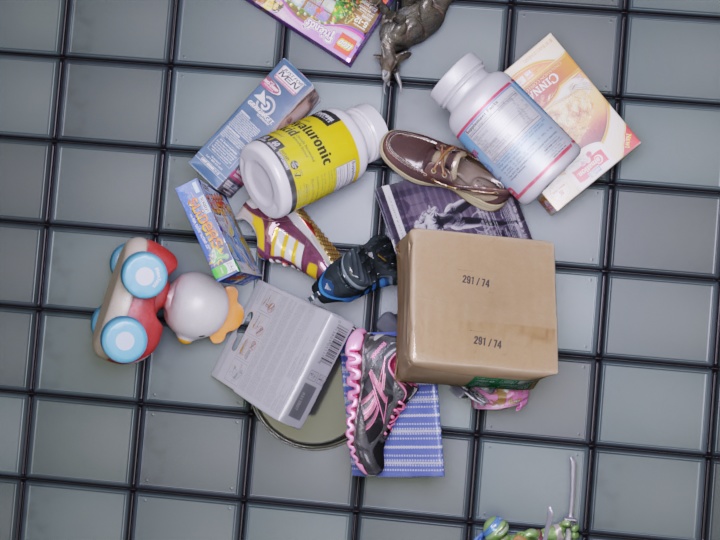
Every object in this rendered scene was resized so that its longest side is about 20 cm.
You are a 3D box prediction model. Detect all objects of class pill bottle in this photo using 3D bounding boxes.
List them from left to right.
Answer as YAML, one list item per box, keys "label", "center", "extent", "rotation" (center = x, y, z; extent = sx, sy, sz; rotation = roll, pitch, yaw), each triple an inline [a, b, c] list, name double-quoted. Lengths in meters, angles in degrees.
- label: "pill bottle"
  center: [-0.060, -0.160, 1.502]
  extent: [0.199, 0.111, 0.112]
  rotation: [-29, 86, -29]
- label: "pill bottle"
  center: [0.191, -0.193, 1.446]
  extent: [0.109, 0.109, 0.200]
  rotation: [-44, 86, 1]

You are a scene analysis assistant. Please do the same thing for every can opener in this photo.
- label: "can opener"
  center: [0.111, 0.114, 1.502]
  extent: [0.200, 0.053, 0.067]
  rotation: [42, 102, 28]

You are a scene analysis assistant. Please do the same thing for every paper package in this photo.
- label: "paper package"
  center: [0.148, 0.053, 1.412]
  extent: [0.198, 0.104, 0.192]
  rotation: [5, 73, -9]

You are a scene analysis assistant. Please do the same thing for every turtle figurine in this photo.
- label: "turtle figurine"
  center: [0.271, 0.400, 1.475]
  extent: [0.200, 0.144, 0.194]
  rotation: [-36, 90, 5]

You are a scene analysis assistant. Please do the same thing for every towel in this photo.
- label: "towel"
  center: [0.044, 0.185, 1.495]
  extent: [0.144, 0.024, 0.202]
  rotation: [-5, 89, 26]

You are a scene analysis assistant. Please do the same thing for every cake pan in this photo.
- label: "cake pan"
  center: [-0.068, 0.161, 1.556]
  extent: [0.199, 0.037, 0.202]
  rotation: [0, 88, 4]

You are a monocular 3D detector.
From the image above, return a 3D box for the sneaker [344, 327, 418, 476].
- label: "sneaker"
  center: [0.031, 0.179, 1.455]
  extent: [0.095, 0.079, 0.202]
  rotation: [-1, 92, 14]

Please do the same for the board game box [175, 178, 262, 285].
- label: "board game box"
  center: [-0.193, -0.049, 1.490]
  extent: [0.034, 0.200, 0.136]
  rotation: [-25, 87, 2]

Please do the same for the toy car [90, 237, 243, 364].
- label: "toy car"
  center: [-0.262, 0.061, 1.522]
  extent: [0.199, 0.184, 0.178]
  rotation: [18, 89, -19]

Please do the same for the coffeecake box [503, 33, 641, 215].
- label: "coffeecake box"
  center: [0.271, -0.205, 1.531]
  extent: [0.153, 0.073, 0.200]
  rotation: [-39, 87, 1]

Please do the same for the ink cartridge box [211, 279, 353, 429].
- label: "ink cartridge box"
  center: [-0.113, 0.113, 1.512]
  extent: [0.057, 0.200, 0.163]
  rotation: [29, 85, -33]

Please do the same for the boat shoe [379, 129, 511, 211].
- label: "boat shoe"
  center: [0.124, -0.148, 1.495]
  extent: [0.199, 0.072, 0.073]
  rotation: [27, 71, -6]

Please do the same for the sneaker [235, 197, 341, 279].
- label: "sneaker"
  center: [-0.096, -0.029, 1.553]
  extent: [0.090, 0.075, 0.200]
  rotation: [-39, 80, 10]

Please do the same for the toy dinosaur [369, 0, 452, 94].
- label: "toy dinosaur"
  center: [0.075, -0.361, 1.550]
  extent: [0.200, 0.102, 0.077]
  rotation: [-46, 51, -11]

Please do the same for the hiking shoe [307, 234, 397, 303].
- label: "hiking shoe"
  center: [0.000, 0.000, 1.490]
  extent: [0.086, 0.200, 0.075]
  rotation: [-29, 80, 25]

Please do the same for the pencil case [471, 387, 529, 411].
- label: "pencil case"
  center: [0.185, 0.099, 1.521]
  extent: [0.082, 0.086, 0.202]
  rotation: [-7, 88, -18]

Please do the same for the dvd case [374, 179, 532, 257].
- label: "dvd case"
  center: [0.134, -0.070, 1.524]
  extent: [0.199, 0.016, 0.150]
  rotation: [-16, 78, -16]

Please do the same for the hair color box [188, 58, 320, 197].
- label: "hair color box"
  center: [-0.148, -0.201, 1.542]
  extent: [0.060, 0.100, 0.200]
  rotation: [42, 91, 5]

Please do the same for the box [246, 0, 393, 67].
- label: "box"
  center: [-0.061, -0.409, 1.575]
  extent: [0.199, 0.039, 0.137]
  rotation: [33, 91, 4]
